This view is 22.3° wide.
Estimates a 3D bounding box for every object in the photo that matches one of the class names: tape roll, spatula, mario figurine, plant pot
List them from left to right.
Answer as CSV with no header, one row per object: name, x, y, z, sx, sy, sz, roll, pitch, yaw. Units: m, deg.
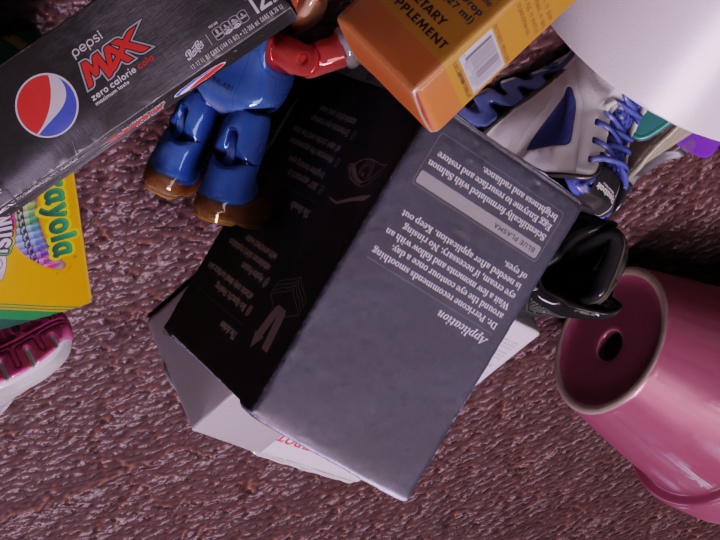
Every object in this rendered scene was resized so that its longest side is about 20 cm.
mario figurine,-0.050,-0.128,1.070,0.123,0.106,0.201,20,105,-10
spatula,0.216,-0.074,1.392,0.056,0.021,0.200,26,123,-35
plant pot,0.266,0.089,1.505,0.179,0.200,0.200,27,120,-32
tape roll,0.217,-0.192,1.086,0.202,0.203,0.139,3,136,-36

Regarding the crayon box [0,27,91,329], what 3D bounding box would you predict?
crayon box,-0.233,-0.045,1.102,0.118,0.058,0.200,-16,144,-14

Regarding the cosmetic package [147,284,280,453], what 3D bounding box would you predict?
cosmetic package,-0.043,0.025,1.277,0.200,0.107,0.090,-40,144,21

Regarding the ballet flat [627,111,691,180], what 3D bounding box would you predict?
ballet flat,0.185,-0.092,1.320,0.199,0.070,0.070,-31,145,5

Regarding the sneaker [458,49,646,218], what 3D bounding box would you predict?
sneaker,0.165,-0.100,1.245,0.199,0.115,0.081,-35,146,11

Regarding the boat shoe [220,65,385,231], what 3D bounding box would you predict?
boat shoe,-0.042,-0.065,1.200,0.073,0.067,0.200,37,92,-23

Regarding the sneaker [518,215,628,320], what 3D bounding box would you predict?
sneaker,0.162,0.000,1.317,0.114,0.077,0.199,2,-176,36

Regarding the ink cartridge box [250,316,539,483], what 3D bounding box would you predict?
ink cartridge box,0.011,0.060,1.376,0.200,0.084,0.145,-41,143,20

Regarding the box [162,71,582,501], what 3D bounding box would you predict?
box,0.000,0.000,1.083,0.117,0.197,0.201,32,90,-24

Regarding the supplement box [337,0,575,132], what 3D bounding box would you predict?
supplement box,0.084,-0.168,0.952,0.200,0.067,0.069,-43,160,-4

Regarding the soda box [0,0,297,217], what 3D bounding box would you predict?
soda box,-0.132,-0.107,0.973,0.200,0.063,0.071,-34,-178,2

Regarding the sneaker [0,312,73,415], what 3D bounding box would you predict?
sneaker,-0.277,0.080,1.225,0.199,0.082,0.088,-24,147,10
